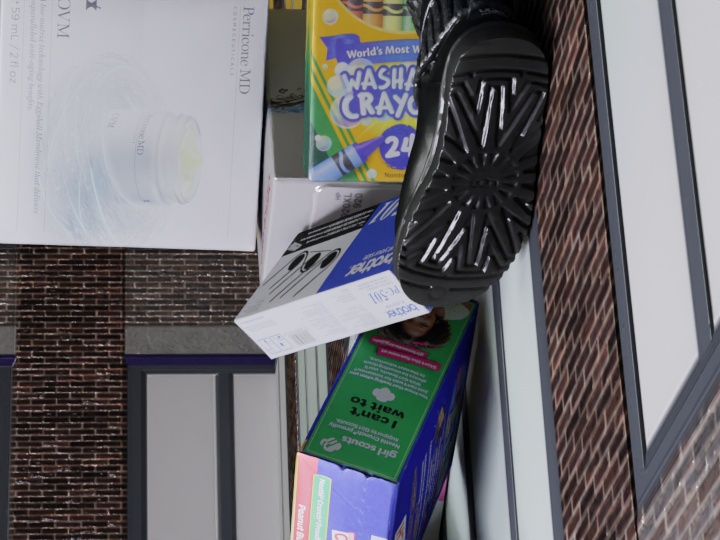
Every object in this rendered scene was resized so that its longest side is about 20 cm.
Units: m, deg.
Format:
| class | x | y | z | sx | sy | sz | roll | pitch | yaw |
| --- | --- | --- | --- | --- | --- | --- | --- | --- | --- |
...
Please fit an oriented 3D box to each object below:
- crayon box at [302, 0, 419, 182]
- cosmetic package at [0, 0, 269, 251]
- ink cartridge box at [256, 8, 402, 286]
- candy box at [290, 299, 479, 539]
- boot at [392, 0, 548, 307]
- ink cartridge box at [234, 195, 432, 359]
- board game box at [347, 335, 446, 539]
| class | x | y | z | sx | sy | sz | roll | pitch | yaw |
| --- | --- | --- | --- | --- | --- | --- | --- | --- | --- |
| crayon box | 0.027 | -0.161 | 1.562 | 0.052 | 0.126 | 0.200 | -115 | 26 | -75 |
| cosmetic package | -0.176 | -0.125 | 1.757 | 0.123 | 0.200 | 0.200 | -122 | 35 | -73 |
| ink cartridge box | -0.007 | -0.083 | 1.791 | 0.147 | 0.145 | 0.200 | 98 | 171 | -46 |
| candy box | 0.014 | 0.133 | 1.607 | 0.200 | 0.077 | 0.169 | -65 | -14 | -49 |
| boot | 0.060 | -0.099 | 1.452 | 0.158 | 0.079 | 0.211 | -110 | 30 | -53 |
| ink cartridge box | 0.000 | 0.000 | 1.606 | 0.200 | 0.044 | 0.094 | -18 | 31 | 55 |
| board game box | 0.026 | 0.129 | 1.876 | 0.200 | 0.064 | 0.148 | -98 | 11 | -47 |
